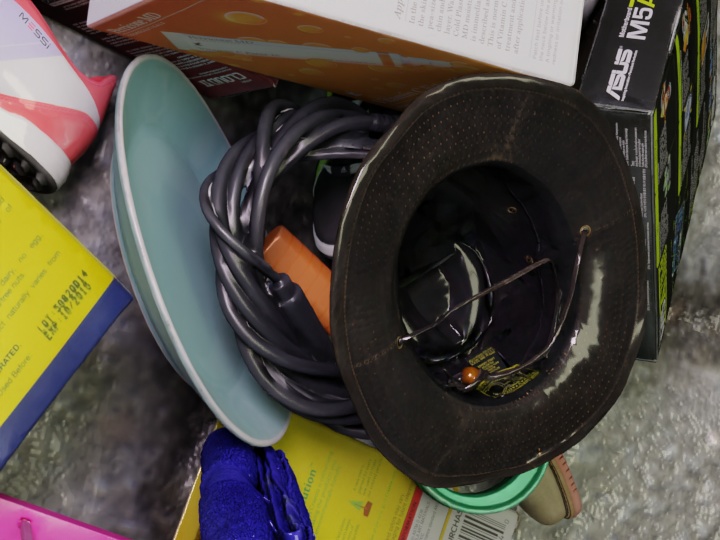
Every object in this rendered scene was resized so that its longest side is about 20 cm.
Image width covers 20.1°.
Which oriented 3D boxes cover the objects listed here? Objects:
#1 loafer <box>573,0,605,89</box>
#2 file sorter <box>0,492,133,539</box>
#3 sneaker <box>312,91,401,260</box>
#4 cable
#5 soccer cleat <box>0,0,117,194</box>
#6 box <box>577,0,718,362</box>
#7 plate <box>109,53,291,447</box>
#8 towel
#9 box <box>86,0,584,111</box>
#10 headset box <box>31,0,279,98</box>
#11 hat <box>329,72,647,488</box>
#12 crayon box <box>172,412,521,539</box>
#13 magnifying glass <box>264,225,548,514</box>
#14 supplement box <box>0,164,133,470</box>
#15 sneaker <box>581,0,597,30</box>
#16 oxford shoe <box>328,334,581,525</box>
[{"bbox_3d":[0.096,-0.121,1.153,0.076,0.067,0.201,15,66,-23],"label":"loafer"},{"bbox_3d":[-0.169,0.181,0.901,0.199,0.125,0.140,21,92,-13],"label":"file sorter"},{"bbox_3d":[-0.002,-0.103,1.083,0.083,0.071,0.201,30,66,-40],"label":"sneaker"},{"bbox_3d":[0.000,0.000,1.017,0.199,0.051,0.164,14,87,-34],"label":"cable"},{"bbox_3d":[-0.199,-0.123,0.965,0.200,0.068,0.073,46,66,-28],"label":"soccer cleat"},{"bbox_3d":[0.159,-0.086,1.106,0.201,0.047,0.194,79,27,-50],"label":"box"},{"bbox_3d":[-0.082,-0.008,0.998,0.025,0.200,0.201,-17,102,13],"label":"plate"},{"bbox_3d":[-0.030,0.158,0.935,0.049,0.200,0.148,-21,100,-1],"label":"towel"},{"bbox_3d":[-0.009,-0.145,0.951,0.199,0.124,0.098,12,81,-27],"label":"box"},{"bbox_3d":[-0.099,-0.187,1.021,0.199,0.077,0.150,25,76,-28],"label":"headset box"},{"bbox_3d":[0.047,-0.002,0.972,0.200,0.081,0.202,-10,109,-30],"label":"hat"},{"bbox_3d":[-0.020,0.152,1.084,0.199,0.051,0.128,28,75,-30],"label":"crayon box"},{"bbox_3d":[0.021,0.051,1.067,0.200,0.022,0.080,43,83,-15],"label":"magnifying glass"},{"bbox_3d":[-0.222,-0.013,0.923,0.200,0.109,0.109,47,67,-24],"label":"supplement box"},{"bbox_3d":[0.120,-0.215,1.111,0.074,0.087,0.201,25,52,-17],"label":"sneaker"},{"bbox_3d":[0.044,0.076,1.123,0.074,0.071,0.200,-44,105,-11],"label":"oxford shoe"}]
